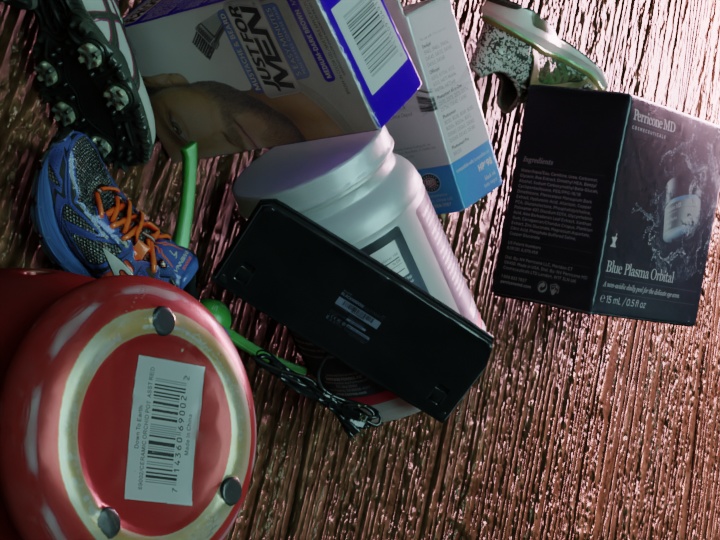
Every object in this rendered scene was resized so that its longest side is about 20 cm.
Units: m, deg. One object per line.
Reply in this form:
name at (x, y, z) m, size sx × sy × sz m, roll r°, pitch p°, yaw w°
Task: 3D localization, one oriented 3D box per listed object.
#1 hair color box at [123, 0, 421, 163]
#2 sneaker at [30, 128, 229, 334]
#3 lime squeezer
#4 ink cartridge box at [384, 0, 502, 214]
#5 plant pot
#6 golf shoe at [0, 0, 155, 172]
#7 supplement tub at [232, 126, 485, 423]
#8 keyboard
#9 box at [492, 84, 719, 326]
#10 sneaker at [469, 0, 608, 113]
hair color box at (-0.069, -0.142, 0.950) m, size 0.065 × 0.199 × 0.110 m, roll -48°, pitch 121°, yaw -38°
sneaker at (-0.146, -0.008, 0.931) m, size 0.201 × 0.078 × 0.076 m, roll 64°, pitch 27°, yaw -26°
lime squeezer at (-0.107, 0.012, 1.013) m, size 0.071 × 0.038 × 0.201 m, roll -45°, pitch 121°, yaw -37°
ink cartridge box at (0.027, -0.146, 1.129) m, size 0.067 × 0.115 × 0.201 m, roll -33°, pitch 111°, yaw -46°
plant pot at (-0.177, 0.094, 0.818) m, size 0.200 × 0.182 × 0.202 m, roll 7°, pitch 80°, yaw -46°
golf shoe at (-0.178, -0.164, 0.925) m, size 0.088 × 0.077 × 0.201 m, roll -52°, pitch 124°, yaw -47°
supplement tub at (0.000, 0.000, 1.063) m, size 0.140 × 0.140 × 0.201 m, roll -46°, pitch 120°, yaw -42°
keyboard at (-0.014, 0.045, 0.998) m, size 0.199 × 0.127 × 0.021 m, roll 33°, pitch 21°, yaw -8°
box at (0.241, -0.058, 1.339) m, size 0.196 × 0.117 × 0.202 m, roll 7°, pitch 93°, yaw -48°
sneaker at (0.161, -0.187, 1.347) m, size 0.200 × 0.077 × 0.089 m, roll 27°, pitch 97°, yaw -46°
